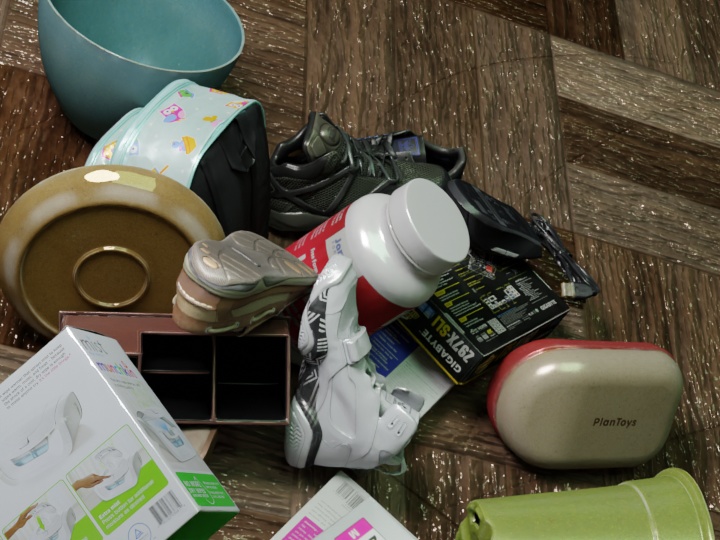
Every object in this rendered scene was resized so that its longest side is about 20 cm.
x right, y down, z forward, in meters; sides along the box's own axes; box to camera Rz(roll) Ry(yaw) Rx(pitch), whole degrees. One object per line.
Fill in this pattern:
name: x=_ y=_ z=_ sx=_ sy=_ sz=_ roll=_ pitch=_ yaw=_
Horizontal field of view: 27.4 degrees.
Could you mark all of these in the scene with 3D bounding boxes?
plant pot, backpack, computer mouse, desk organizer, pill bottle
plant pot: x=0.184 y=0.268 z=1.295 sx=0.189 sy=0.200 sz=0.201 roll=5 pitch=51 yaw=-9
backpack: x=-0.164 y=-0.072 z=1.346 sx=0.153 sy=0.200 sz=0.176 roll=26 pitch=46 yaw=13
plant pot: x=-0.230 y=-0.203 z=1.450 sx=0.199 sy=0.135 sz=0.201 roll=18 pitch=37 yaw=-14
plant pot: x=-0.212 y=0.000 z=1.260 sx=0.199 sy=0.200 sz=0.028 roll=15 pitch=34 yaw=-18
computer mouse: x=0.161 y=-0.018 z=1.513 sx=0.200 sy=0.046 sz=0.141 roll=18 pitch=31 yaw=-50
desk organizer: x=-0.157 y=0.084 z=1.257 sx=0.199 sy=0.072 sz=0.077 roll=1 pitch=22 yaw=-9
pill bottle: x=0.000 y=0.000 z=1.362 sx=0.112 sy=0.200 sz=0.113 roll=31 pitch=42 yaw=-33

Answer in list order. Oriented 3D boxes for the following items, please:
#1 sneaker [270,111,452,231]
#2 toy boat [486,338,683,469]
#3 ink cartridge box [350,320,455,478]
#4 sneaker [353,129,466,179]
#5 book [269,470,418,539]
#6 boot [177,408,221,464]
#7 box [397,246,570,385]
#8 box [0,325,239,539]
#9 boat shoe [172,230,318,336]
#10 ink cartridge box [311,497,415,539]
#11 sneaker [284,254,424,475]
sneaker: x=-0.001 y=-0.100 z=1.482 sx=0.198 sy=0.115 sz=0.076 roll=-1 pitch=46 yaw=-8
toy boat: x=0.213 y=0.118 z=1.477 sx=0.199 sy=0.131 sz=0.131 roll=4 pitch=23 yaw=-27
ink cartridge box: x=0.027 y=0.106 z=1.422 sx=0.095 sy=0.037 sz=0.200 roll=43 pitch=48 yaw=8
sneaker: x=0.017 y=-0.119 z=1.568 sx=0.199 sy=0.078 sz=0.070 roll=8 pitch=51 yaw=-24
book: x=-0.028 y=0.272 z=1.252 sx=0.134 sy=0.048 sz=0.200 roll=41 pitch=45 yaw=10
boot: x=-0.203 y=0.155 z=1.239 sx=0.146 sy=0.070 sz=0.200 roll=19 pitch=35 yaw=1
box: x=0.105 y=0.020 z=1.491 sx=0.160 sy=0.049 sz=0.200 roll=45 pitch=32 yaw=15
box: x=-0.228 y=0.174 z=1.106 sx=0.177 sy=0.200 sz=0.097 roll=50 pitch=5 yaw=17
boat shoe: x=-0.102 y=0.015 z=1.243 sx=0.076 sy=0.072 sz=0.200 roll=36 pitch=15 yaw=20
ink cartridge box: x=0.001 y=0.296 z=1.182 sx=0.173 sy=0.044 sz=0.200 roll=41 pitch=44 yaw=19
sneaker: x=0.002 y=0.088 z=1.295 sx=0.114 sy=0.201 sz=0.075 roll=11 pitch=18 yaw=5
